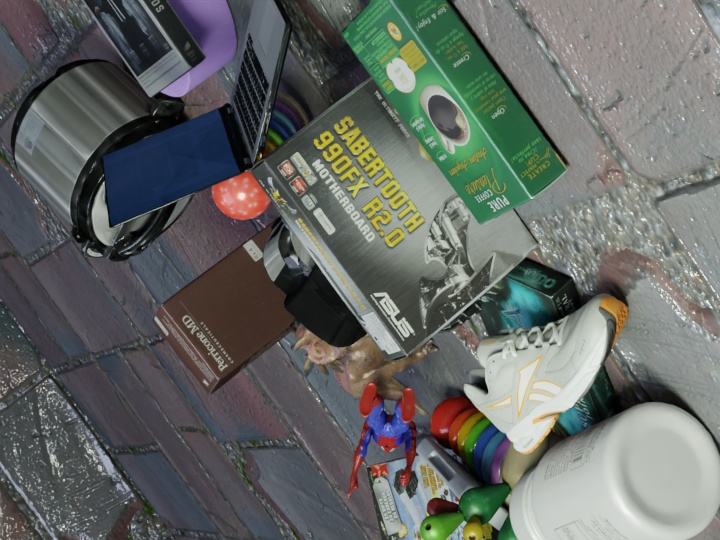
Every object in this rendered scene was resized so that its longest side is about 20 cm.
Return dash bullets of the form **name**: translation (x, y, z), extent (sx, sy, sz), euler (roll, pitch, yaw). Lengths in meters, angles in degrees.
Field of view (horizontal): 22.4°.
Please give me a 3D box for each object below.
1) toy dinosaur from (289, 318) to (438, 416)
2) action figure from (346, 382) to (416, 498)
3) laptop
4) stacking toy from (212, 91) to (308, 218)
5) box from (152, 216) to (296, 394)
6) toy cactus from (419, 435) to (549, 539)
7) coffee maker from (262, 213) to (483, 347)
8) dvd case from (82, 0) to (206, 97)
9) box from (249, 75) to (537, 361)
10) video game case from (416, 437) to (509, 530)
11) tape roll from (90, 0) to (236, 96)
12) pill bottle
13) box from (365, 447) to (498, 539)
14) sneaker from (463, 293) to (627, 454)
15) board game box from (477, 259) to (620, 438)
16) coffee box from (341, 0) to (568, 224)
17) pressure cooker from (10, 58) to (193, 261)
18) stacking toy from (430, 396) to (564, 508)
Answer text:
- **toy dinosaur**: translation (-0.004, 0.085, 1.850), extent (0.086, 0.135, 0.201), euler (28, 150, 48)
- **action figure**: translation (0.024, 0.181, 1.852), extent (0.065, 0.100, 0.200), euler (10, 167, 5)
- **laptop**: translation (-0.145, -0.151, 1.570), extent (0.188, 0.115, 0.202), euler (-115, 37, -66)
- **stacking toy**: translation (-0.099, -0.098, 1.661), extent (0.086, 0.085, 0.200), euler (58, -163, -17)
- **box**: translation (-0.106, 0.025, 1.878), extent (0.100, 0.200, 0.075), euler (50, 161, 4)
- **toy cactus**: translation (0.146, 0.225, 1.663), extent (0.198, 0.167, 0.102), euler (13, 165, -13)
- **coffee maker**: translation (0.000, 0.000, 1.663), extent (0.193, 0.134, 0.200), euler (63, 166, 9)
- **dvd case**: translation (-0.232, -0.266, 1.738), extent (0.201, 0.025, 0.150), euler (55, 160, -8)
- **box**: translation (0.029, -0.051, 1.513), extent (0.201, 0.158, 0.048), euler (54, 160, -5)
- **video game case**: translation (0.153, 0.250, 1.797), extent (0.200, 0.022, 0.182), euler (39, 180, -15)
- **tape roll**: translation (-0.209, -0.274, 1.805), extent (0.200, 0.065, 0.201), euler (43, 159, 22)
- **pill bottle**: translation (0.209, 0.189, 1.543), extent (0.115, 0.114, 0.200), euler (52, 151, 0)
- **box**: translation (0.086, 0.292, 1.931), extent (0.136, 0.040, 0.202), euler (-17, 83, 40)
- **sneaker**: translation (0.146, 0.075, 1.512), extent (0.092, 0.076, 0.200), euler (35, 138, 1)
- **board game box**: translation (0.163, 0.073, 1.615), extent (0.135, 0.028, 0.201), euler (25, 147, 51)
- **coffee box**: translation (0.072, -0.136, 1.443), extent (0.201, 0.044, 0.123), euler (54, 161, -2)
- **pressure cooker**: translation (-0.278, -0.119, 2.054), extent (0.200, 0.178, 0.177), euler (41, 155, 30)
- **stacking toy**: translation (0.133, 0.173, 1.802), extent (0.086, 0.085, 0.200), euler (61, 166, -25)
